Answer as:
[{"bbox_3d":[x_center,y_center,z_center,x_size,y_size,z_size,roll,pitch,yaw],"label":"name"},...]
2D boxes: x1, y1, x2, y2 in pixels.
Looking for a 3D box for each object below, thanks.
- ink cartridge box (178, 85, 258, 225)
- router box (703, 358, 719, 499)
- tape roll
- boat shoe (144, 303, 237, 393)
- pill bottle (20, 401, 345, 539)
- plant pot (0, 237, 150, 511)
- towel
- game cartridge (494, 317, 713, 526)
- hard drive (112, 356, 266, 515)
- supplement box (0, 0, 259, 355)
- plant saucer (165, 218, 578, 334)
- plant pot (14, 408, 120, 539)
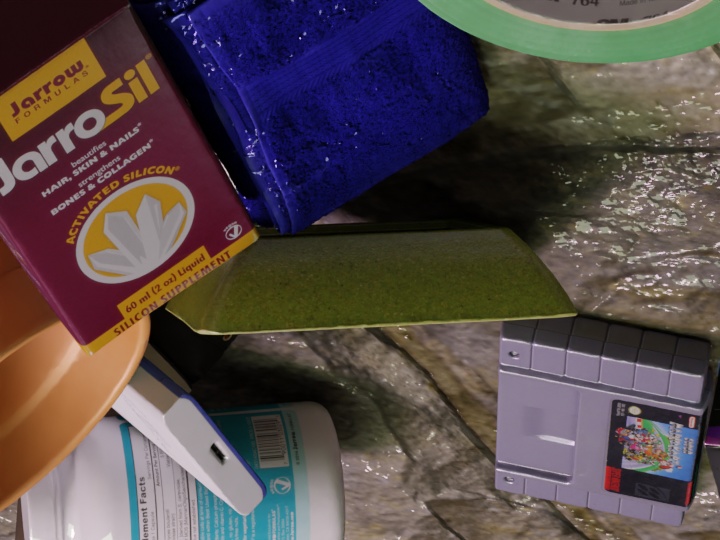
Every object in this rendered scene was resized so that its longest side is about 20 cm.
[{"bbox_3d":[-0.101,-0.107,1.563,0.117,0.067,0.200,4,148,19],"label":"ink cartridge box"},{"bbox_3d":[0.239,0.084,1.640,0.051,0.149,0.200,3,147,19],"label":"router box"},{"bbox_3d":[0.106,-0.173,1.352,0.200,0.048,0.200,5,148,3],"label":"tape roll"},{"bbox_3d":[-0.152,-0.007,1.766,0.201,0.063,0.074,47,172,-30],"label":"boat shoe"},{"bbox_3d":[-0.115,0.145,1.889,0.200,0.111,0.111,-4,151,-9],"label":"pill bottle"},{"bbox_3d":[-0.236,0.041,1.650,0.140,0.200,0.200,46,156,18],"label":"plant pot"},{"bbox_3d":[-0.018,-0.106,1.477,0.148,0.050,0.200,-28,143,-1],"label":"towel"},{"bbox_3d":[0.148,0.094,1.818,0.130,0.038,0.200,15,150,11],"label":"game cartridge"},{"bbox_3d":[-0.150,0.062,1.802,0.200,0.025,0.132,36,168,36],"label":"hard drive"},{"bbox_3d":[-0.142,-0.064,1.451,0.086,0.110,0.200,50,172,37],"label":"supplement box"},{"bbox_3d":[0.000,0.000,1.610,0.200,0.048,0.200,-3,-176,-9],"label":"plant saucer"},{"bbox_3d":[-0.157,0.206,2.010,0.200,0.174,0.200,11,151,6],"label":"plant pot"}]
